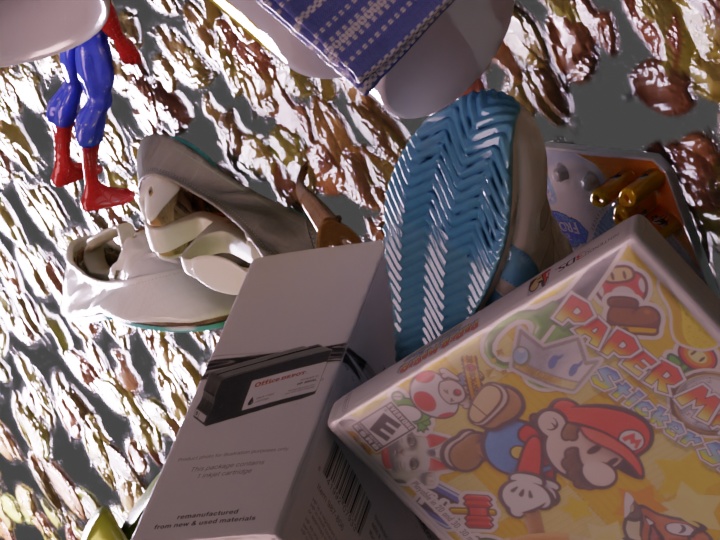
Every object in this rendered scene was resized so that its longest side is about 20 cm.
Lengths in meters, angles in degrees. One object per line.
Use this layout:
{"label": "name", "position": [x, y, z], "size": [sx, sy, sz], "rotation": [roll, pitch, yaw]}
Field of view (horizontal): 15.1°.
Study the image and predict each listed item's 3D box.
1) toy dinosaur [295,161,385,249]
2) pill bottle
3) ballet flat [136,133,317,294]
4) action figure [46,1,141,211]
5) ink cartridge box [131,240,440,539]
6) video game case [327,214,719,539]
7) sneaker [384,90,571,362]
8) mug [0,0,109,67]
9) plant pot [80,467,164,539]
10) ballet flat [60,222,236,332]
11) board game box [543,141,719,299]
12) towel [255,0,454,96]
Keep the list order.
{"label": "toy dinosaur", "position": [0.000, 0.000, 1.406], "size": [0.200, 0.060, 0.106], "rotation": [54, 164, 25]}
{"label": "pill bottle", "position": [-0.025, -0.159, 1.259], "size": [0.200, 0.111, 0.112], "rotation": [43, 150, 29]}
{"label": "ballet flat", "position": [-0.090, -0.027, 1.571], "size": [0.200, 0.064, 0.068], "rotation": [29, 143, 45]}
{"label": "action figure", "position": [-0.159, -0.136, 1.576], "size": [0.065, 0.052, 0.201], "rotation": [43, 143, 49]}
{"label": "ink cartridge box", "position": [-0.019, 0.105, 1.300], "size": [0.084, 0.200, 0.145], "rotation": [-7, 129, 26]}
{"label": "video game case", "position": [0.116, 0.090, 1.213], "size": [0.182, 0.023, 0.200], "rotation": [-33, 111, 30]}
{"label": "sneaker", "position": [0.064, 0.000, 1.245], "size": [0.076, 0.081, 0.201], "rotation": [37, 140, 38]}
{"label": "mug", "position": [-0.195, -0.222, 1.457], "size": [0.199, 0.147, 0.176], "rotation": [-17, 72, 32]}
{"label": "plant pot", "position": [-0.051, 0.175, 1.537], "size": [0.200, 0.181, 0.199], "rotation": [57, 172, 0]}
{"label": "ballet flat", "position": [-0.140, 0.003, 1.702], "size": [0.200, 0.069, 0.070], "rotation": [2, 121, 61]}
{"label": "board game box", "position": [0.112, 0.031, 1.327], "size": [0.200, 0.026, 0.201], "rotation": [10, 127, 56]}
{"label": "towel", "position": [-0.014, -0.183, 1.193], "size": [0.200, 0.145, 0.024], "rotation": [43, 176, 27]}
